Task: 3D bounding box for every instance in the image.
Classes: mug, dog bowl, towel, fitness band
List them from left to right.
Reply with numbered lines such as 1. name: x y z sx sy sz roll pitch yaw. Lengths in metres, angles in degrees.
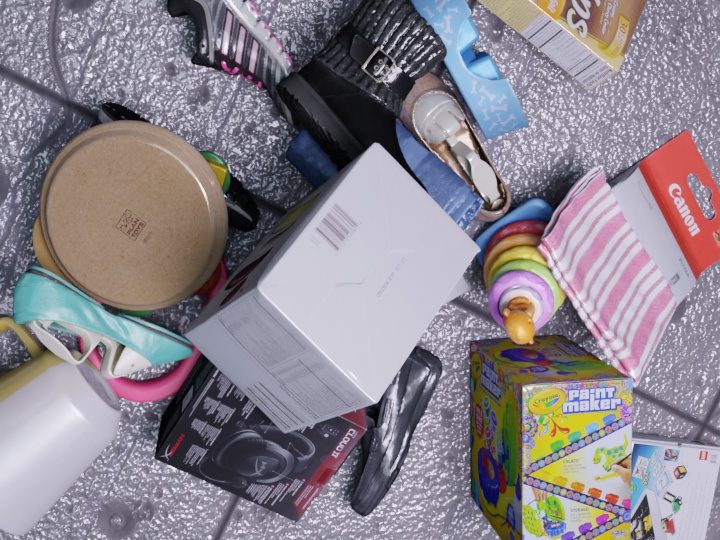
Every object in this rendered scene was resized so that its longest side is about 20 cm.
1. mug: -0.340 0.147 1.035 0.152 0.149 0.188 -38 104 -3
2. fitness band: -0.225 0.043 1.099 0.142 0.037 0.203 22 95 -15
3. towel: 0.024 -0.095 1.066 0.200 0.049 0.112 42 84 4
4. dog bowl: 0.112 -0.229 1.080 0.049 0.112 0.202 -30 103 9
5. towel: 0.273 0.006 1.094 0.201 0.030 0.147 54 49 -14

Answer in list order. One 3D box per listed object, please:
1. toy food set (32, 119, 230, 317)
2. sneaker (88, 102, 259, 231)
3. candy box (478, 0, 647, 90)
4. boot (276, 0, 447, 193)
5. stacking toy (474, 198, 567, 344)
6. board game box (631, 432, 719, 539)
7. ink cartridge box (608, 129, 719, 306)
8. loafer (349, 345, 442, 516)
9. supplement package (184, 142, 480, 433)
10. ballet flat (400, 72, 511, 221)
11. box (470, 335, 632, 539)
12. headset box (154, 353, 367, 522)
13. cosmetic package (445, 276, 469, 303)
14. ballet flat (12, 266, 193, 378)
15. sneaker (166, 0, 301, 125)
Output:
1. toy food set: -0.225 -0.050 1.020 0.195 0.049 0.203 20 107 -5
2. sneaker: -0.203 -0.087 1.073 0.198 0.076 0.088 33 106 -9
3. candy box: 0.205 -0.302 1.088 0.199 0.055 0.117 34 64 -13
4. boot: 0.035 -0.162 1.010 0.157 0.079 0.212 -41 91 -10
5. stacking toy: 0.174 0.024 1.069 0.109 0.201 0.116 -36 103 26
6. board game box: 0.362 0.304 1.240 0.124 0.035 0.204 8 97 -12
7. ink cartridge box: 0.342 -0.041 1.178 0.198 0.057 0.164 -32 102 1
8. loafer: 0.028 0.179 1.151 0.069 0.068 0.204 23 97 6
9. supplement package: -0.031 0.023 0.959 0.147 0.199 0.192 44 59 -10
10. ballet flat: 0.105 -0.140 1.110 0.068 0.067 0.201 -39 103 -2
11. box: 0.202 0.189 1.110 0.119 0.200 0.197 -2 99 -9
12. headset box: -0.097 0.168 1.088 0.198 0.078 0.150 27 114 -19
13. cosmetic package: 0.000 0.000 1.122 0.198 0.052 0.153 -29 103 -5
14. ballet flat: -0.263 0.068 1.022 0.198 0.067 0.072 30 67 -31
15. sneaker: -0.129 -0.226 1.056 0.087 0.074 0.201 -36 101 1
